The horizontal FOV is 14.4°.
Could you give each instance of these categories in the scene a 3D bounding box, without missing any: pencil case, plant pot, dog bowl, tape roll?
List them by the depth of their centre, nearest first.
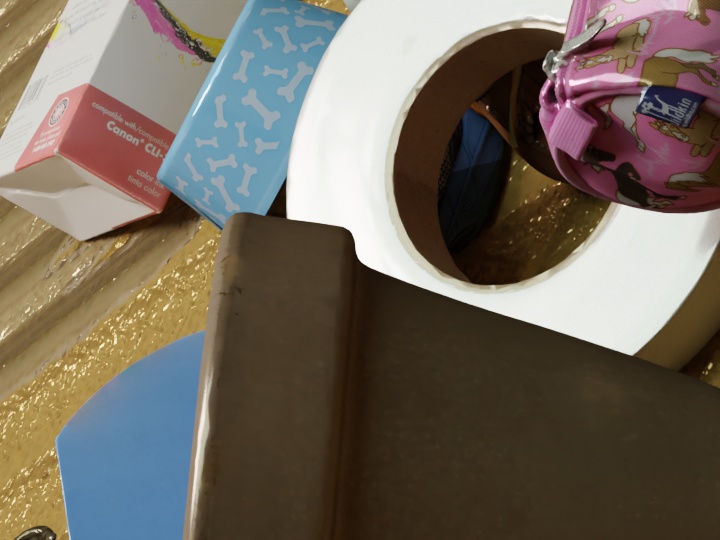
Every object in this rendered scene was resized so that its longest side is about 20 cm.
[{"bbox_3d":[0.032,0.087,0.907,0.200,0.174,0.201,6,-90,-90],"label":"plant pot"},{"bbox_3d":[0.118,-0.122,0.998,0.083,0.087,0.200,-2,62,29],"label":"pencil case"},{"bbox_3d":[0.063,-0.040,1.079,0.203,0.037,0.203,-10,70,31],"label":"tape roll"},{"bbox_3d":[-0.049,-0.071,1.270,0.112,0.050,0.200,-63,4,-1],"label":"dog bowl"}]

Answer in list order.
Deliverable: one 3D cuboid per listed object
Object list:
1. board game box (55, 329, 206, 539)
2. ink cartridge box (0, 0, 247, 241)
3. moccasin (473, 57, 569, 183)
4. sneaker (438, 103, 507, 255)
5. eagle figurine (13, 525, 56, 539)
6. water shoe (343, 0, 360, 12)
[{"bbox_3d":[-0.022,0.114,1.026,0.158,0.039,0.200,-10,63,-4],"label":"board game box"},{"bbox_3d":[-0.108,-0.122,1.456,0.116,0.067,0.200,-14,49,63],"label":"ink cartridge box"},{"bbox_3d":[0.068,-0.095,1.165,0.074,0.078,0.201,-48,35,8],"label":"moccasin"},{"bbox_3d":[0.000,0.000,1.173,0.075,0.078,0.200,-28,39,41],"label":"sneaker"},{"bbox_3d":[-0.124,0.196,1.085,0.151,0.152,0.200,-43,35,11],"label":"eagle figurine"},{"bbox_3d":[0.048,-0.185,1.308,0.200,0.072,0.079,-54,24,-18],"label":"water shoe"}]
